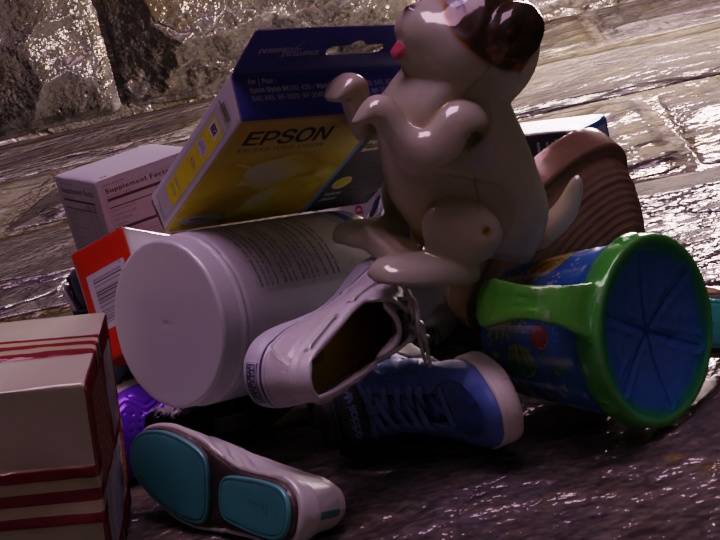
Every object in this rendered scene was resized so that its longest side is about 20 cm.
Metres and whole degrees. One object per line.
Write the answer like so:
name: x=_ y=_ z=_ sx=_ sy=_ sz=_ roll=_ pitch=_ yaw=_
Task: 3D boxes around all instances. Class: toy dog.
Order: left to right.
toy dog: x=0.073 y=-0.101 z=1.054 sx=0.193 sy=0.200 sz=0.140 roll=1 pitch=17 yaw=-8

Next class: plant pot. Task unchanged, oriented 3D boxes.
plant pot: x=0.173 y=-0.012 z=1.269 sx=0.201 sy=0.201 sz=0.093 roll=-26 pitch=57 yaw=-39

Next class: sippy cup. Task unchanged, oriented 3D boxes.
sippy cup: x=0.162 y=0.043 z=1.092 sx=0.130 sy=0.178 sz=0.140 roll=-2 pitch=41 yaw=46

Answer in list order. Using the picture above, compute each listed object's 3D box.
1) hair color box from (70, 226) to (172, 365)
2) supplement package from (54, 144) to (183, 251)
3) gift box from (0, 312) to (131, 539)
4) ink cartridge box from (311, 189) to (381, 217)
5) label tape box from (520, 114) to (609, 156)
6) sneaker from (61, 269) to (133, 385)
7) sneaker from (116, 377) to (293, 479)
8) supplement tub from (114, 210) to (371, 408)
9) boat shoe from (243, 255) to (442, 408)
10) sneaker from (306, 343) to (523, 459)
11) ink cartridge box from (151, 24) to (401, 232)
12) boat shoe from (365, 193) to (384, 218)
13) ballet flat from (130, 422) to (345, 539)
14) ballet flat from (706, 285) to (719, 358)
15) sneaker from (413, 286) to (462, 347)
hair color box: x=-0.150 y=0.027 z=1.291 sx=0.061 sy=0.102 sz=0.200 roll=-26 pitch=-17 yaw=25
supplement package: x=-0.203 y=-0.012 z=1.478 sx=0.109 sy=0.200 sz=0.114 roll=-22 pitch=18 yaw=-28
gift box: x=-0.265 y=0.137 z=1.065 sx=0.186 sy=0.185 sz=0.200 roll=-6 pitch=11 yaw=-4
ink cartridge box: x=0.051 y=-0.083 z=1.613 sx=0.200 sy=0.145 sz=0.085 roll=-19 pitch=17 yaw=-18
label tape box: x=0.149 y=-0.067 z=1.471 sx=0.200 sy=0.144 sz=0.066 roll=-4 pitch=18 yaw=32
sneaker: x=-0.228 y=0.074 z=1.281 sx=0.077 sy=0.146 sz=0.202 roll=-25 pitch=4 yaw=36
sneaker: x=-0.129 y=0.115 z=1.210 sx=0.200 sy=0.070 sz=0.099 roll=-25 pitch=21 yaw=-34
supplement tub: x=-0.074 y=0.026 z=1.178 sx=0.132 sy=0.132 sz=0.200 roll=1 pitch=7 yaw=43
boat shoe: x=0.014 y=0.038 z=1.055 sx=0.086 sy=0.075 sz=0.202 roll=1 pitch=19 yaw=40
sneaker: x=0.028 y=0.102 z=1.107 sx=0.111 sy=0.077 sz=0.200 roll=-20 pitch=17 yaw=-24
ink cartridge box: x=-0.031 y=-0.106 z=1.131 sx=0.197 sy=0.047 sz=0.200 roll=-9 pitch=-23 yaw=-36
boat shoe: x=0.000 y=0.000 z=1.360 sx=0.072 sy=0.068 sz=0.200 roll=-47 pitch=8 yaw=47
ballet flat: x=-0.086 y=0.153 z=1.074 sx=0.069 sy=0.070 sz=0.200 roll=-25 pitch=23 yaw=-36
ballet flat: x=0.319 y=0.039 z=1.107 sx=0.065 sy=0.071 sz=0.200 roll=-7 pitch=12 yaw=-38
sneaker: x=0.076 y=0.022 z=1.353 sx=0.078 sy=0.099 sz=0.200 roll=38 pitch=18 yaw=26
